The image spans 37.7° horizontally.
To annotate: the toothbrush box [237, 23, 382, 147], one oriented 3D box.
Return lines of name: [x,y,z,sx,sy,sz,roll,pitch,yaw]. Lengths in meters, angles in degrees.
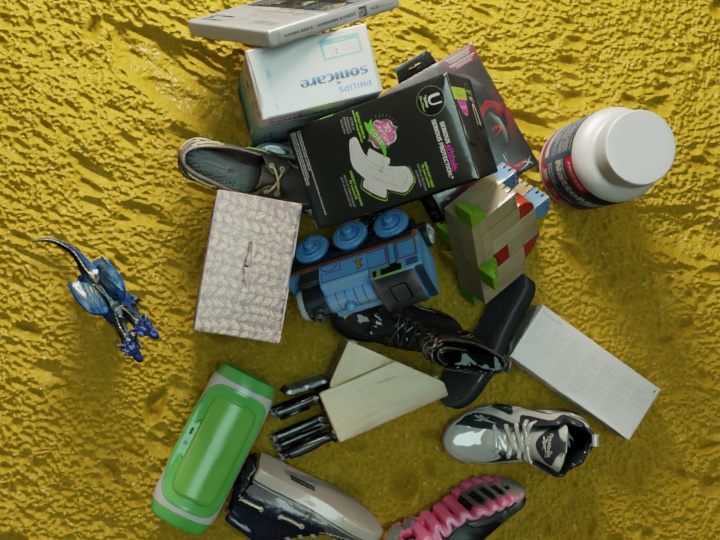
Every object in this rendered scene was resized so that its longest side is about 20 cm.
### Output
toothbrush box: [-0.066,-0.218,1.278,0.146,0.200,0.086,-15,90,-8]

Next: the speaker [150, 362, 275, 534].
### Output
speaker: [-0.182,0.219,1.307,0.088,0.088,0.201,27,85,-8]

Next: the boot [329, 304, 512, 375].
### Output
boot: [0.072,0.079,1.300,0.199,0.174,0.070,10,97,-14]

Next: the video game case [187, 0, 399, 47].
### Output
video game case: [-0.083,-0.305,1.261,0.181,0.200,0.023,-25,117,-28]

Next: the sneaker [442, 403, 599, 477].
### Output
sneaker: [0.212,0.217,1.349,0.198,0.130,0.080,5,87,-9]

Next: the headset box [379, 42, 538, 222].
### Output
headset box: [0.113,-0.185,1.370,0.148,0.075,0.200,-30,94,-8]

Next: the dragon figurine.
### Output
dragon figurine: [-0.315,0.022,1.282,0.059,0.099,0.200,-39,95,-9]

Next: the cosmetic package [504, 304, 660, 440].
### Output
cosmetic package: [0.292,0.134,1.405,0.200,0.051,0.083,36,86,-7]

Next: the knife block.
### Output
knife block: [-0.011,0.185,1.347,0.199,0.064,0.176,23,86,-8]

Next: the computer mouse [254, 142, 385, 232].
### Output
computer mouse: [-0.054,-0.105,1.357,0.199,0.044,0.110,26,96,-11]

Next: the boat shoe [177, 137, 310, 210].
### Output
boat shoe: [-0.126,-0.115,1.292,0.199,0.060,0.072,16,97,-10]

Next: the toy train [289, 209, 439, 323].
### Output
toy train: [0.000,0.000,1.301,0.199,0.115,0.087,-17,135,13]

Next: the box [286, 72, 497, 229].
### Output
box: [0.042,-0.139,1.237,0.199,0.148,0.125,-16,93,18]

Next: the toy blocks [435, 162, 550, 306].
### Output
toy blocks: [0.181,-0.056,1.336,0.137,0.200,0.100,-38,52,-17]

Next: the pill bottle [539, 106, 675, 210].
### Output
pill bottle: [0.313,-0.143,1.339,0.119,0.200,0.120,0,88,-9]

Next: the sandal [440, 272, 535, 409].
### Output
sandal: [0.175,0.098,1.378,0.043,0.076,0.201,36,83,-30]

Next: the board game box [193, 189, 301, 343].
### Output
board game box: [-0.139,-0.002,1.261,0.096,0.200,0.160,10,87,-9]

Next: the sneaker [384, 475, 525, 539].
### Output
sneaker: [0.130,0.342,1.372,0.199,0.079,0.096,-26,115,-8]

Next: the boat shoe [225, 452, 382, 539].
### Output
boat shoe: [-0.076,0.314,1.338,0.200,0.075,0.093,31,102,-9]
